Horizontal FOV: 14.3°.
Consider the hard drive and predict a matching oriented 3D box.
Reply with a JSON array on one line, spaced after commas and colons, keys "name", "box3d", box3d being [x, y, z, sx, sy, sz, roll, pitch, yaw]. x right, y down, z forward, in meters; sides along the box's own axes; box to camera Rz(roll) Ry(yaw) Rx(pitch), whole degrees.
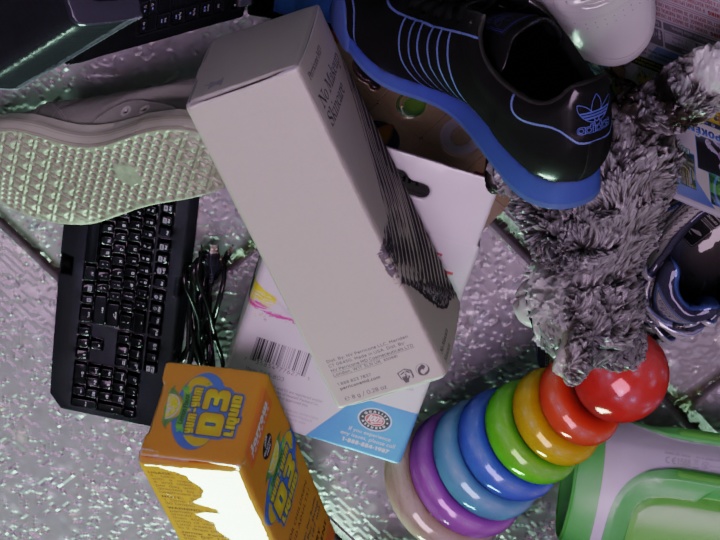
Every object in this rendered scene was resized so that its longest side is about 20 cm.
[{"name": "hard drive", "box3d": [-0.197, -0.199, 1.484, 0.135, 0.042, 0.200, -23, 91, 48]}]

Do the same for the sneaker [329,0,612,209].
[{"name": "sneaker", "box3d": [0.059, -0.116, 1.470, 0.070, 0.200, 0.078, -25, 141, -32]}]

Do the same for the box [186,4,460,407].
[{"name": "box", "box3d": [-0.017, -0.033, 1.533, 0.068, 0.082, 0.200, -17, 118, 18]}]

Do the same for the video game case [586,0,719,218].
[{"name": "video game case", "box3d": [0.191, -0.103, 1.508, 0.200, 0.022, 0.183, 26, 139, 38]}]

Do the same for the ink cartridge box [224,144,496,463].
[{"name": "ink cartridge box", "box3d": [0.000, 0.000, 1.636, 0.115, 0.068, 0.200, 17, 122, -4]}]

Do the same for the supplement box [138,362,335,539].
[{"name": "supplement box", "box3d": [-0.070, 0.132, 1.672, 0.069, 0.067, 0.200, 5, 150, 18]}]

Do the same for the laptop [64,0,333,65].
[{"name": "laptop", "box3d": [-0.046, -0.192, 1.512, 0.103, 0.200, 0.178, 32, 127, 37]}]

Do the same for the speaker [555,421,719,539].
[{"name": "speaker", "box3d": [0.220, 0.140, 1.701, 0.199, 0.089, 0.089, 9, 120, -2]}]

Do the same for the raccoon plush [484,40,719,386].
[{"name": "raccoon plush", "box3d": [0.140, -0.023, 1.501, 0.097, 0.134, 0.200, -11, 167, -28]}]

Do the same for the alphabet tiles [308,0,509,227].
[{"name": "alphabet tiles", "box3d": [0.044, -0.108, 1.614, 0.166, 0.006, 0.200, 38, 116, -17]}]

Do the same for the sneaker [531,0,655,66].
[{"name": "sneaker", "box3d": [0.103, -0.174, 1.425, 0.076, 0.081, 0.200, -30, 126, -3]}]

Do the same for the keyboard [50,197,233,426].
[{"name": "keyboard", "box3d": [-0.126, 0.009, 1.674, 0.104, 0.040, 0.200, 8, 121, 0]}]

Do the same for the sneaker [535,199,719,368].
[{"name": "sneaker", "box3d": [0.169, 0.005, 1.626, 0.077, 0.085, 0.200, 35, 117, -15]}]

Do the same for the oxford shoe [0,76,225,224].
[{"name": "oxford shoe", "box3d": [-0.140, -0.070, 1.604, 0.200, 0.058, 0.075, -5, 130, 36]}]

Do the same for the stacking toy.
[{"name": "stacking toy", "box3d": [0.102, 0.088, 1.646, 0.085, 0.085, 0.200, 36, 134, -16]}]
